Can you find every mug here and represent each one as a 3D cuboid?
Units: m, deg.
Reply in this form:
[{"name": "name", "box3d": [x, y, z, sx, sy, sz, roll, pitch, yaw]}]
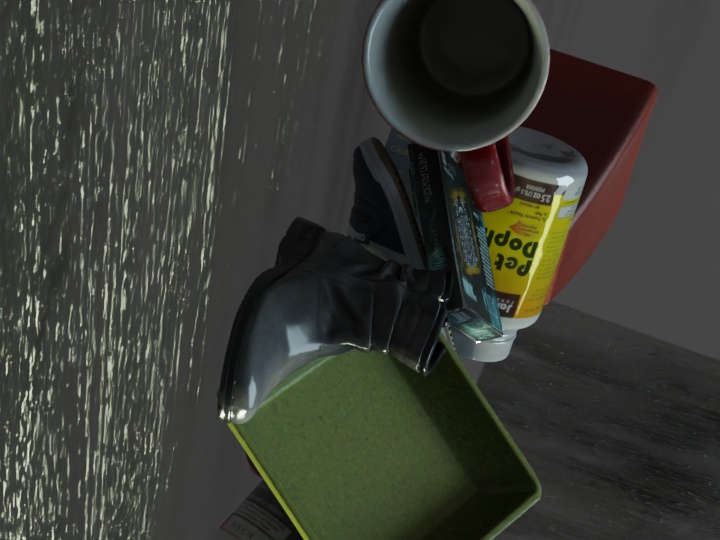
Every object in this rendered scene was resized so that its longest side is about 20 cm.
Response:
[{"name": "mug", "box3d": [0.073, -0.148, 1.526, 0.200, 0.133, 0.178, -58, 163, -77]}]

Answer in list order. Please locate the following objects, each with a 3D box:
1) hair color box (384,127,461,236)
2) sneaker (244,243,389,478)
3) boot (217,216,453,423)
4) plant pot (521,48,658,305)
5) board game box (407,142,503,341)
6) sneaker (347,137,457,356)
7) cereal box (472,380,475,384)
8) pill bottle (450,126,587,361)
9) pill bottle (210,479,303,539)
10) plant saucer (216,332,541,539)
[{"name": "hair color box", "box3d": [0.044, -0.068, 1.758, 0.099, 0.061, 0.200, 68, 41, -79]}, {"name": "sneaker", "box3d": [-0.036, 0.071, 1.523, 0.200, 0.075, 0.085, -60, 175, -28]}, {"name": "boot", "box3d": [-0.011, 0.043, 1.359, 0.200, 0.131, 0.070, -63, 170, -46]}, {"name": "plant pot", "box3d": [0.154, -0.087, 1.966, 0.200, 0.199, 0.176, 99, 13, -55]}, {"name": "board game box", "box3d": [0.078, -0.020, 1.626, 0.200, 0.028, 0.136, 35, 45, -75]}, {"name": "sneaker", "box3d": [0.000, 0.000, 1.595, 0.070, 0.108, 0.200, -104, 176, -68]}, {"name": "cereal box", "box3d": [0.082, 0.215, 1.784, 0.200, 0.039, 0.144, -91, -175, -49]}, {"name": "pill bottle", "box3d": [0.126, -0.023, 1.817, 0.109, 0.109, 0.200, -53, 161, -67]}, {"name": "pill bottle", "box3d": [-0.010, 0.173, 1.554, 0.200, 0.114, 0.114, -47, 166, -15]}, {"name": "plant saucer", "box3d": [0.007, 0.130, 1.428, 0.200, 0.200, 0.048, -34, 180, -40]}]
